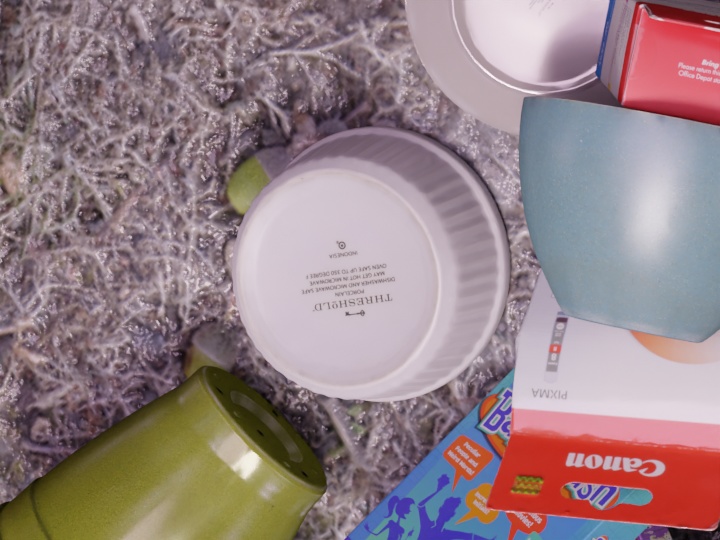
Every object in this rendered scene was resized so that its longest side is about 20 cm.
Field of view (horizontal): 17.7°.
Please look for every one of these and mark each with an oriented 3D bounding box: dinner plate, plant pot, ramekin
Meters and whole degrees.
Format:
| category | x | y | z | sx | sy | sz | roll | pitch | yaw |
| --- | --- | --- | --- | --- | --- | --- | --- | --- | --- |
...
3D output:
| category | x | y | z | sx | sy | sz | roll | pitch | yaw |
| --- | --- | --- | --- | --- | --- | --- | --- | --- | --- |
| dinner plate | 0.128 | -0.187 | 1.584 | 0.200 | 0.024 | 0.201 | 2 | 104 | 8 |
| plant pot | 0.190 | -0.028 | 1.502 | 0.200 | 0.200 | 0.135 | 12 | 92 | 20 |
| ramekin | 0.000 | 0.000 | 1.650 | 0.202 | 0.094 | 0.203 | 3 | 98 | 21 |
| plant pot | -0.132 | 0.180 | 1.691 | 0.193 | 0.200 | 0.200 | -45 | 80 | 9 |

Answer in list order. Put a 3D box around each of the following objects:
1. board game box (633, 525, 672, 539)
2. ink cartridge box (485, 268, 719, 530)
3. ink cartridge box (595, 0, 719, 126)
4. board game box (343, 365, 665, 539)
| category | x | y | z | sx | sy | sz | roll | pitch | yaw |
| --- | --- | --- | --- | --- | --- | --- | --- | --- | --- |
| board game box | 0.202 | 0.262 | 1.553 | 0.200 | 0.032 | 0.120 | -109 | 28 | -43 |
| ink cartridge box | 0.177 | 0.077 | 1.544 | 0.162 | 0.200 | 0.050 | 3 | 134 | 21 |
| ink cartridge box | 0.220 | -0.133 | 1.472 | 0.116 | 0.200 | 0.067 | 11 | 102 | -2 |
| board game box | 0.100 | 0.171 | 1.587 | 0.200 | 0.045 | 0.152 | -45 | 45 | -1 |
